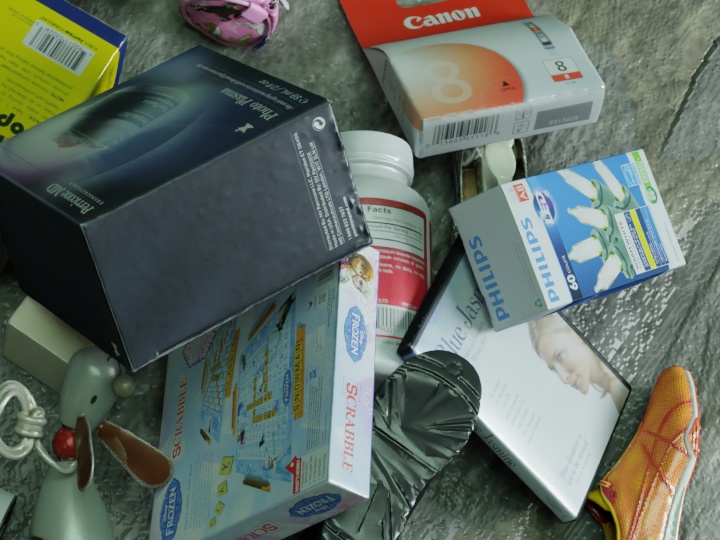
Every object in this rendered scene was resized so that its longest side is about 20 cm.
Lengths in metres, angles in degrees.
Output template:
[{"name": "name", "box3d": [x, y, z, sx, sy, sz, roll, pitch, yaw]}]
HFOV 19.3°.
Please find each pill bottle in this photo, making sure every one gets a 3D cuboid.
[{"name": "pill bottle", "box3d": [0.000, 0.000, 1.632, 0.112, 0.112, 0.201, 4, 68, -11]}]

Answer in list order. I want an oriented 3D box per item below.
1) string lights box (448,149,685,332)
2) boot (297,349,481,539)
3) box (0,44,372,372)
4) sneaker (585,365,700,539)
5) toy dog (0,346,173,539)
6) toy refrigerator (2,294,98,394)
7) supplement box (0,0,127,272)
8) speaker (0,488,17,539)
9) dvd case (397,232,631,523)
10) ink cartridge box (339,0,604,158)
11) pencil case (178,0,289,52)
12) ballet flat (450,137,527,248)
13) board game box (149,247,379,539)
[{"name": "string lights box", "box3d": [0.163, -0.025, 1.651, 0.200, 0.059, 0.103, -16, 84, -50]}, {"name": "boot", "box3d": [0.009, 0.164, 1.541, 0.073, 0.163, 0.199, 30, 65, 1]}, {"name": "box", "box3d": [-0.134, -0.050, 1.479, 0.198, 0.200, 0.124, -29, 119, -21]}, {"name": "sneaker", "box3d": [0.218, 0.160, 1.643, 0.077, 0.073, 0.201, 15, 63, 4]}, {"name": "toy dog", "box3d": [-0.186, 0.163, 1.490, 0.096, 0.201, 0.132, 9, 17, 29]}, {"name": "toy refrigerator", "box3d": [-0.185, -0.005, 1.612, 0.070, 0.076, 0.200, 34, 65, 2]}, {"name": "supplement box", "box3d": [-0.276, -0.107, 1.613, 0.109, 0.109, 0.200, 29, 65, 0]}, {"name": "speaker", "box3d": [-0.351, 0.157, 1.507, 0.199, 0.081, 0.081, 24, 65, -4]}, {"name": "dvd case", "box3d": [0.122, 0.076, 1.621, 0.200, 0.018, 0.143, 46, 49, -19]}, {"name": "ink cartridge box", "box3d": [0.088, -0.188, 1.729, 0.162, 0.050, 0.200, -12, 54, -17]}, {"name": "pencil case", "box3d": [-0.081, -0.281, 1.742, 0.086, 0.083, 0.201, 19, 65, -4]}, {"name": "ballet flat", "box3d": [0.107, -0.037, 1.696, 0.072, 0.072, 0.201, 1, 69, -13]}, {"name": "board game box", "box3d": [-0.069, 0.100, 1.517, 0.041, 0.199, 0.201, 28, 50, -33]}]
